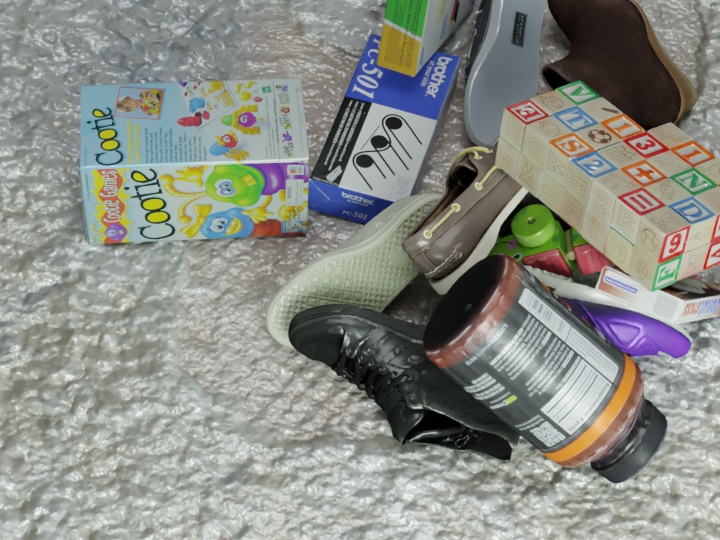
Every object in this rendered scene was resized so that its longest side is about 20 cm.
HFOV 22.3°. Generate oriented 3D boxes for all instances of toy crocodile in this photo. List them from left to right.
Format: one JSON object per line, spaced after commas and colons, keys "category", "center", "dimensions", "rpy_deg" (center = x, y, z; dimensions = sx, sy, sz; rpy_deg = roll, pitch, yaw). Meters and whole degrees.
{"category": "toy crocodile", "center": [0.194, -0.023, 1.584], "dimensions": [0.199, 0.068, 0.062], "rpy_deg": [-14, 45, 18]}

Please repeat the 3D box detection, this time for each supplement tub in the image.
{"category": "supplement tub", "center": [0.153, 0.085, 1.467], "dimensions": [0.200, 0.107, 0.107], "rpy_deg": [40, 51, -16]}

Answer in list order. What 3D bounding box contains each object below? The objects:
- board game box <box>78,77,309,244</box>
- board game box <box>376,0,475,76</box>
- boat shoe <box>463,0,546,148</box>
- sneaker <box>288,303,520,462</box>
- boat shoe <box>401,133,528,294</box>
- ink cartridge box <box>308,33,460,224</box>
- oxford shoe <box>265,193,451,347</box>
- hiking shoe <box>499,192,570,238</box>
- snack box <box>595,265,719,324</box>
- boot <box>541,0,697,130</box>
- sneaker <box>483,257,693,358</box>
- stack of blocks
{"category": "board game box", "center": [-0.149, -0.098, 1.641], "dimensions": [0.198, 0.103, 0.105], "rpy_deg": [-2, 51, -5]}
{"category": "board game box", "center": [0.077, -0.292, 1.745], "dimensions": [0.040, 0.154, 0.200], "rpy_deg": [18, 31, 12]}
{"category": "boat shoe", "center": [0.130, -0.206, 1.769], "dimensions": [0.069, 0.066, 0.202], "rpy_deg": [16, 72, -20]}
{"category": "sneaker", "center": [0.034, 0.095, 1.517], "dimensions": [0.198, 0.060, 0.105], "rpy_deg": [11, 48, -6]}
{"category": "boat shoe", "center": [0.101, -0.069, 1.571], "dimensions": [0.060, 0.072, 0.200], "rpy_deg": [44, 57, -15]}
{"category": "ink cartridge box", "center": [0.024, -0.131, 1.716], "dimensions": [0.093, 0.044, 0.201], "rpy_deg": [15, 51, 7]}
{"category": "oxford shoe", "center": [0.000, 0.000, 1.599], "dimensions": [0.200, 0.075, 0.058], "rpy_deg": [-37, 21, -15]}
{"category": "hiking shoe", "center": [0.217, -0.082, 1.651], "dimensions": [0.198, 0.076, 0.101], "rpy_deg": [-1, 50, 3]}
{"category": "snack box", "center": [0.258, 0.018, 1.535], "dimensions": [0.072, 0.024, 0.200], "rpy_deg": [23, 10, 21]}
{"category": "boot", "center": [0.220, -0.207, 1.738], "dimensions": [0.200, 0.073, 0.166], "rpy_deg": [46, 35, 21]}
{"category": "sneaker", "center": [0.182, 0.061, 1.558], "dimensions": [0.199, 0.070, 0.100], "rpy_deg": [17, 87, -13]}
{"category": "stack of blocks", "center": [0.218, -0.076, 1.501], "dimensions": [0.115, 0.059, 0.200], "rpy_deg": [-21, 46, -31]}
